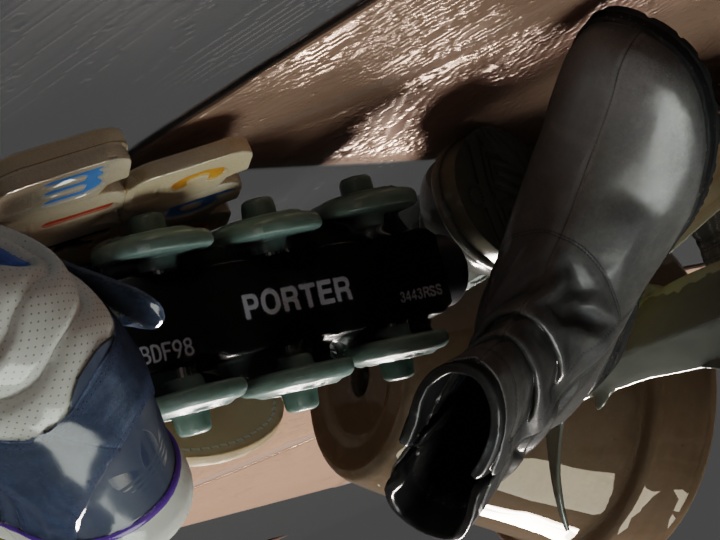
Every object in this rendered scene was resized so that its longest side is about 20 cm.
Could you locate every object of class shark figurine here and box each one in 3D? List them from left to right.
[{"bbox_3d":[0.156,0.044,0.936,0.214,0.090,0.128,-29,152,20],"label":"shark figurine"}]

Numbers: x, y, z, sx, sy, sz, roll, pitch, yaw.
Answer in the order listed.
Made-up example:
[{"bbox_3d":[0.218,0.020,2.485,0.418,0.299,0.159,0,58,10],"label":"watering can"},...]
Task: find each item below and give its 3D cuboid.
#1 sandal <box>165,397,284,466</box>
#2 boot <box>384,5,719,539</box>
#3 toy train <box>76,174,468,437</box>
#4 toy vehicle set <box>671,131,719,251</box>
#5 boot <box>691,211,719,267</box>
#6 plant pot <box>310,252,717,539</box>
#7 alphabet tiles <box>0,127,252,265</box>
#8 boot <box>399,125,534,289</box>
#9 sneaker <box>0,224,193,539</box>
[{"bbox_3d":[-0.115,0.036,0.894,0.211,0.078,0.070,1,123,-32],"label":"sandal"},{"bbox_3d":[0.072,0.009,0.795,0.132,0.070,0.200,-44,150,-45],"label":"boot"},{"bbox_3d":[-0.052,0.019,0.820,0.200,0.085,0.114,-12,176,-41],"label":"toy train"},{"bbox_3d":[0.152,-0.033,0.980,0.200,0.027,0.124,-39,176,-20],"label":"toy vehicle set"},{"bbox_3d":[0.231,0.007,1.121,0.069,0.174,0.200,-29,167,39],"label":"boot"},{"bbox_3d":[0.071,0.064,1.164,0.174,0.201,0.200,8,156,-29],"label":"plant pot"},{"bbox_3d":[-0.138,-0.006,0.770,0.195,0.015,0.200,-18,169,-13],"label":"alphabet tiles"},{"bbox_3d":[0.000,0.002,0.971,0.200,0.073,0.182,-19,171,22],"label":"boot"},{"bbox_3d":[-0.156,0.023,0.688,0.200,0.147,0.081,10,-127,33],"label":"sneaker"}]
